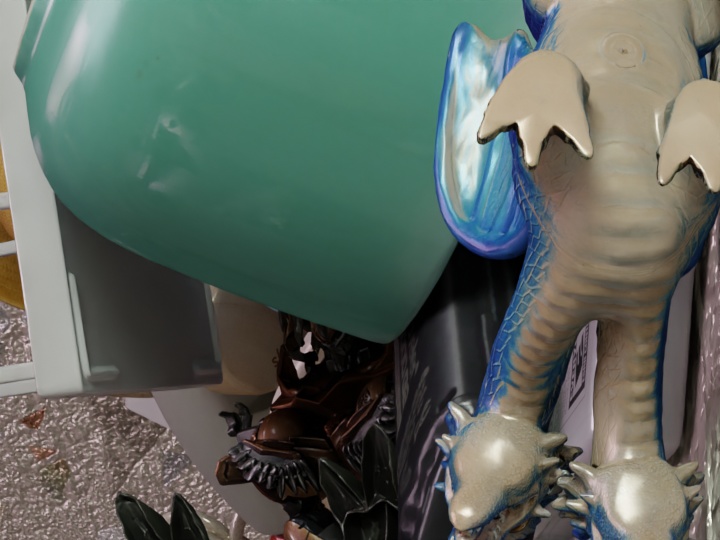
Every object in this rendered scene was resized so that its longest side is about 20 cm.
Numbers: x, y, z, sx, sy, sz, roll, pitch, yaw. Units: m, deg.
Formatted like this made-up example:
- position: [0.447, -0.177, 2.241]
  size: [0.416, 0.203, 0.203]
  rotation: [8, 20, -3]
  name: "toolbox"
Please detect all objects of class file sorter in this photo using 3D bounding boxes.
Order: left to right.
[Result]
- position: [-0.130, -0.054, 0.786]
  size: [0.139, 0.124, 0.200]
  rotation: [5, -105, -77]
  name: "file sorter"

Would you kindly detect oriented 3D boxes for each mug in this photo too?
- position: [-0.015, -0.086, 0.673]
  size: [0.152, 0.114, 0.185]
  rotation: [-97, 27, -76]
  name: "mug"

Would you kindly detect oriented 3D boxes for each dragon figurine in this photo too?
- position: [0.047, -0.033, 0.523]
  size: [0.099, 0.059, 0.200]
  rotation: [102, 174, -60]
  name: "dragon figurine"

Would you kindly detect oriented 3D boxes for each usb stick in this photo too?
- position: [0.026, 0.019, 0.684]
  size: [0.200, 0.033, 0.056]
  rotation: [-89, 13, -70]
  name: "usb stick"

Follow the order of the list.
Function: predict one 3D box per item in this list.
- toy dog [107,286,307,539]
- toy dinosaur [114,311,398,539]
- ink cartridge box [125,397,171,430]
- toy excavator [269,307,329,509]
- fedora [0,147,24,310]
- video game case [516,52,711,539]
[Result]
- position: [-0.020, 0.053, 0.979]
  size: [0.096, 0.132, 0.200]
  rotation: [-47, -40, -29]
  name: "toy dog"
- position: [0.011, 0.083, 0.769]
  size: [0.200, 0.102, 0.136]
  rotation: [56, -161, 17]
  name: "toy dinosaur"
- position: [-0.022, -0.031, 1.180]
  size: [0.146, 0.083, 0.200]
  rotation: [-25, -50, -52]
  name: "ink cartridge box"
- position: [0.000, 0.000, 0.867]
  size: [0.200, 0.194, 0.100]
  rotation: [-53, 12, 15]
  name: "toy excavator"
- position: [-0.087, -0.045, 0.998]
  size: [0.082, 0.200, 0.201]
  rotation: [-113, 26, -53]
  name: "fedora"
- position: [0.061, -0.035, 0.657]
  size: [0.182, 0.023, 0.200]
  rotation: [106, 171, -74]
  name: "video game case"
